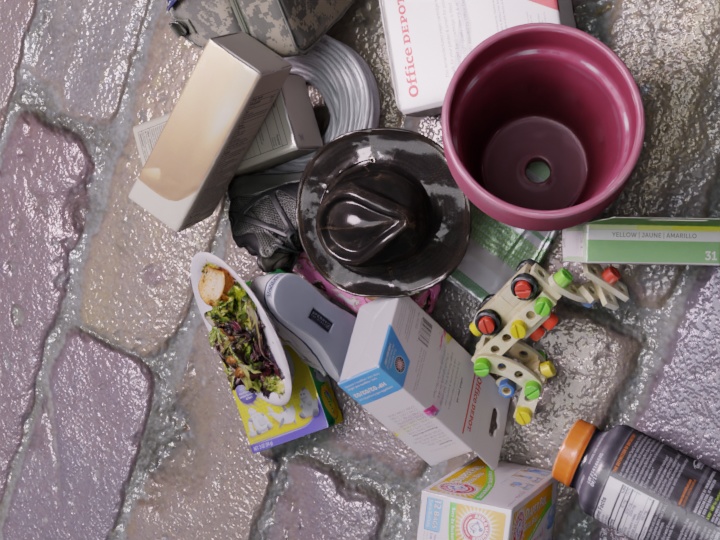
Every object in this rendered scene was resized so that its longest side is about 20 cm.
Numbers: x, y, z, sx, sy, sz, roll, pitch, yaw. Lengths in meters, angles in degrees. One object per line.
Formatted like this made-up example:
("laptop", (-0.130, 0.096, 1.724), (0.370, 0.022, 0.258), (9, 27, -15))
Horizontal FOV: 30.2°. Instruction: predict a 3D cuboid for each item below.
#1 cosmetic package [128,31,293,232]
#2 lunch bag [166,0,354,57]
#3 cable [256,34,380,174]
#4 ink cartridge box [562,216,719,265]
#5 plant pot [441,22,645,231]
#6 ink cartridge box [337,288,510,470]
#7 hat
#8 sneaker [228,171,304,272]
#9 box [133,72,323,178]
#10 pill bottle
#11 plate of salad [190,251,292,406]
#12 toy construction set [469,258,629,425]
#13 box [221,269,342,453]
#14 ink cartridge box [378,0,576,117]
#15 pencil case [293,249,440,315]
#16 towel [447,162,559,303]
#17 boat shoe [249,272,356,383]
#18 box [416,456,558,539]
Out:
("cosmetic package", (-0.161, -0.150, 1.433), (0.071, 0.105, 0.201), (34, 110, 7))
("lunch bag", (-0.110, -0.333, 1.510), (0.166, 0.201, 0.140), (0, 132, 36))
("cable", (-0.069, -0.183, 1.576), (0.197, 0.069, 0.204), (1, 94, 22))
("ink cartridge box", (0.294, -0.029, 1.335), (0.143, 0.200, 0.049), (1, 92, -5))
("plant pot", (0.181, -0.126, 1.367), (0.196, 0.179, 0.203), (-1, 77, 4))
("ink cartridge box", (0.074, 0.131, 1.472), (0.067, 0.116, 0.200), (-26, 122, 38))
("hat", (0.014, -0.056, 1.394), (0.197, 0.081, 0.204), (3, 100, 17))
("sneaker", (-0.058, -0.054, 1.498), (0.196, 0.076, 0.116), (-5, 74, 17))
("box", (-0.152, -0.152, 1.532), (0.197, 0.078, 0.096), (-16, 88, 22))
("pill bottle", (0.305, 0.234, 1.421), (0.198, 0.106, 0.108), (27, 104, 20))
("plate of salad", (-0.146, 0.073, 1.532), (0.200, 0.048, 0.202), (41, 149, 32))
("toy construction set", (0.197, 0.062, 1.456), (0.131, 0.092, 0.200), (39, 107, -6))
("box", (-0.108, 0.108, 1.624), (0.116, 0.048, 0.203), (-22, 83, 24))
("ink cartridge box", (0.134, -0.262, 1.473), (0.197, 0.083, 0.149), (-10, 89, 23))
("pencil case", (0.000, 0.000, 1.552), (0.199, 0.087, 0.083), (33, 69, 18))
("towel", (0.155, -0.066, 1.507), (0.148, 0.031, 0.202), (34, 106, 17))
("boat shoe", (-0.061, 0.071, 1.552), (0.085, 0.202, 0.075), (7, 63, 49))
("box", (0.139, 0.280, 1.445), (0.100, 0.199, 0.114), (8, 97, 22))
